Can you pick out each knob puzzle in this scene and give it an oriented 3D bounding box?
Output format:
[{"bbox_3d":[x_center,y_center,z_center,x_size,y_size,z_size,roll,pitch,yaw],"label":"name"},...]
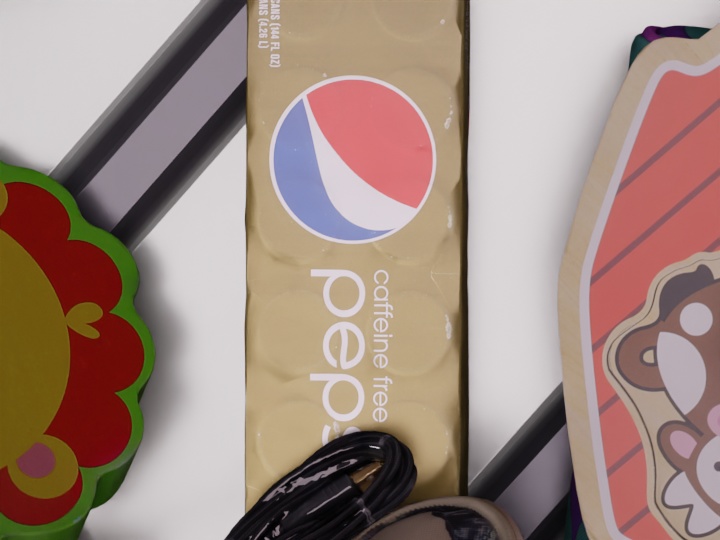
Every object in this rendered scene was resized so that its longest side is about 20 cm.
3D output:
[{"bbox_3d":[0.140,0.015,0.678,0.218,0.030,0.221,0,91,12],"label":"knob puzzle"}]

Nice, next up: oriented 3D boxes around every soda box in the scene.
[{"bbox_3d":[0.000,0.000,0.762,0.067,0.064,0.201,0,93,3],"label":"soda box"}]

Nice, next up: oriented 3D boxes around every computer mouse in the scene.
[{"bbox_3d":[-0.070,0.106,0.723,0.199,0.059,0.034,-27,115,6],"label":"computer mouse"}]

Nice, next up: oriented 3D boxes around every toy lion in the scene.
[{"bbox_3d":[-0.164,0.007,0.748,0.191,0.069,0.201,-13,65,-25],"label":"toy lion"}]

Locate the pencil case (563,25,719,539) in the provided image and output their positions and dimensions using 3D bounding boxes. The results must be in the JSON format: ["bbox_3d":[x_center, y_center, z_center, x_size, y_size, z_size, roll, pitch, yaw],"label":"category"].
[{"bbox_3d":[0.113,0.029,0.747,0.092,0.085,0.201,6,95,-28],"label":"pencil case"}]

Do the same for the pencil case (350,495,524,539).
[{"bbox_3d":[0.047,0.158,0.721,0.078,0.089,0.201,-46,123,-29],"label":"pencil case"}]
